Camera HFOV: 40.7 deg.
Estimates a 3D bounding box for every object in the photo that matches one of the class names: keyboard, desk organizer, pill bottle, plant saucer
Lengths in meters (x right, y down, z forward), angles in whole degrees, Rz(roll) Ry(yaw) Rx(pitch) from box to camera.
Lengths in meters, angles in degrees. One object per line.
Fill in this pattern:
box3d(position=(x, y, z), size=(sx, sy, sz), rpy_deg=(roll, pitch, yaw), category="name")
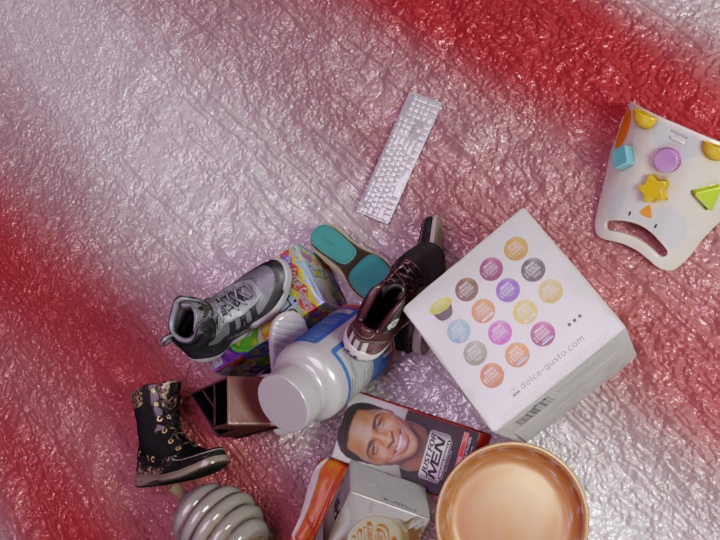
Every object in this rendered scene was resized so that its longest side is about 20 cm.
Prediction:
box3d(position=(0.059, -0.171, 1.468), size=(0.056, 0.011, 0.201), rpy_deg=(23, 88, 26), category="keyboard")
box3d(position=(-0.182, 0.197, 1.384), size=(0.200, 0.076, 0.072), rpy_deg=(151, 121, -62), category="desk organizer")
box3d(position=(-0.047, 0.132, 1.310), size=(0.112, 0.200, 0.113), rpy_deg=(16, 120, 30), category="pill bottle")
box3d(position=(0.193, 0.320, 1.251), size=(0.198, 0.037, 0.202), rpy_deg=(0, 86, -1), category="plant saucer")

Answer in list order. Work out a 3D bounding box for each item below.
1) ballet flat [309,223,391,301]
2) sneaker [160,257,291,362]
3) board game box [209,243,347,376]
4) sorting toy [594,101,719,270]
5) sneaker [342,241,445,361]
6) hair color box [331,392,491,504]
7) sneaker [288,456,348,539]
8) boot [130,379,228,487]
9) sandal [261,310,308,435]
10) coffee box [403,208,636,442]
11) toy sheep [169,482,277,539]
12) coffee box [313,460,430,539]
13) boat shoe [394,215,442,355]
box3d(position=(0.000, 0.000, 1.413), size=(0.070, 0.069, 0.200), rpy_deg=(-48, 52, 6), category="ballet flat")
box3d(position=(-0.188, 0.051, 1.347), size=(0.200, 0.114, 0.076), rpy_deg=(-41, 67, 10), category="sneaker")
box3d(position=(-0.132, 0.065, 1.442), size=(0.199, 0.105, 0.104), rpy_deg=(-33, 68, 13), category="board game box")
box3d(position=(0.396, -0.104, 1.279), size=(0.199, 0.107, 0.181), rpy_deg=(30, 109, 26), category="sorting toy")
box3d(position=(0.058, 0.025, 1.260), size=(0.075, 0.116, 0.200), rpy_deg=(34, 65, 7), category="sneaker")
box3d(position=(0.069, 0.243, 1.341), size=(0.199, 0.061, 0.102), rpy_deg=(14, 85, 26), category="hair color box")
box3d(position=(-0.053, 0.365, 1.360), size=(0.077, 0.073, 0.202), rpy_deg=(17, 88, 14), category="sneaker")
box3d(position=(-0.279, 0.240, 1.454), size=(0.199, 0.073, 0.152), rpy_deg=(-23, 72, 45), category="boot")
box3d(position=(-0.106, 0.140, 1.402), size=(0.059, 0.079, 0.208), rpy_deg=(39, 136, 51), category="sandal")
box3d(position=(0.208, 0.078, 1.242), size=(0.199, 0.200, 0.198), rpy_deg=(-39, 67, 8), category="coffee box")
box3d(position=(-0.200, 0.369, 1.385), size=(0.199, 0.138, 0.139), rpy_deg=(27, 89, 26), category="toy sheep")
box3d(position=(-0.002, 0.367, 1.275), size=(0.114, 0.080, 0.201), rpy_deg=(22, 108, -9), category="coffee box")
box3d(position=(0.078, 0.019, 1.386), size=(0.060, 0.074, 0.202), rpy_deg=(7, 89, 19), category="boat shoe")
